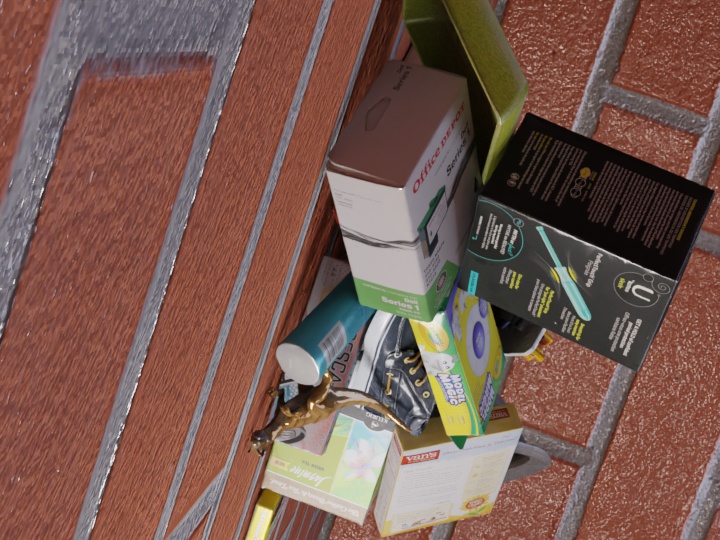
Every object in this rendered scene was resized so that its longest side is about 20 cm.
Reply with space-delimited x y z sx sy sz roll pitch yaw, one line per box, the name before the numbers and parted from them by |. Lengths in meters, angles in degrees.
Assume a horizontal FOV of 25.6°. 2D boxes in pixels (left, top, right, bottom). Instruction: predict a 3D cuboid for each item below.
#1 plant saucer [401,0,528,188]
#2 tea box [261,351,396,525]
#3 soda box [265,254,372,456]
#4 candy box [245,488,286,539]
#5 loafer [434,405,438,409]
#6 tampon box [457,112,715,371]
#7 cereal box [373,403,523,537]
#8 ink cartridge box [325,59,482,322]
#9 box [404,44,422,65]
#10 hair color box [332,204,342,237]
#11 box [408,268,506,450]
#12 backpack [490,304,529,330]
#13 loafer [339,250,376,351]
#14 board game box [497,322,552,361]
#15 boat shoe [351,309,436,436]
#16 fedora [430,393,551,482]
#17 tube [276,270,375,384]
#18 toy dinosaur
plant saucer | 0.103 -0.201 1.498 0.200 0.047 0.202 94 -26 -76
tea box | -0.011 0.152 1.856 0.200 0.132 0.199 -60 167 -68
soda box | -0.038 0.089 1.661 0.064 0.068 0.202 61 47 -84
candy box | -0.103 0.274 1.935 0.200 0.026 0.103 -63 174 -62
loafer | 0.071 0.055 1.746 0.071 0.072 0.202 -89 165 -72
tampon box | 0.215 -0.028 1.523 0.127 0.198 0.151 -58 167 -36
cereal box | 0.097 0.228 1.798 0.201 0.142 0.040 102 -25 -52
ink cartridge box | 0.047 -0.073 1.483 0.147 0.083 0.201 -60 154 -30
box | 0.083 -0.157 1.862 0.128 0.108 0.201 -63 171 -50
hair color box | 0.020 -0.088 1.672 0.200 0.063 0.112 83 28 -83
box | 0.104 0.079 1.638 0.118 0.048 0.201 -68 150 -45
backpack | 0.163 -0.056 1.753 0.183 0.147 0.200 -41 -163 4
loafer | 0.000 0.000 1.785 0.070 0.069 0.202 109 -14 -49
board game box | 0.184 0.023 1.811 0.199 0.026 0.201 -7 -134 58
boat shoe | 0.052 0.089 1.648 0.071 0.090 0.201 -54 166 -39
fedora | 0.129 0.198 1.921 0.176 0.198 0.091 -32 -123 51
tube | -0.008 0.032 1.566 0.200 0.050 0.078 -47 159 -39
toy dinosaur | -0.040 0.130 1.598 0.198 0.060 0.108 -14 114 -35
